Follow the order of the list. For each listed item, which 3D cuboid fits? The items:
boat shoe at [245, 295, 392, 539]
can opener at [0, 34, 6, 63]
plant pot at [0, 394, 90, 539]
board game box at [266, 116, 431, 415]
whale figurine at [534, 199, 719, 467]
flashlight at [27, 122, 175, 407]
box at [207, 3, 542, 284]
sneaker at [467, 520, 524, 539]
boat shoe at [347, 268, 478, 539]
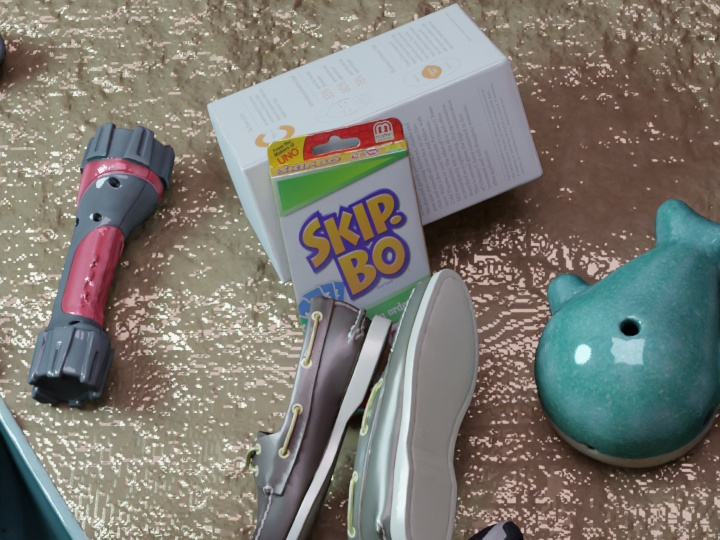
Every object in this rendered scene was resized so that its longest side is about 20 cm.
[{"bbox_3d":[-0.041,0.116,1.633,0.059,0.072,0.201,22,90,3],"label":"boat shoe"},{"bbox_3d":[-0.350,-0.113,1.838,0.199,0.053,0.067,-28,95,-9],"label":"can opener"},{"bbox_3d":[-0.259,0.222,1.553,0.196,0.200,0.196,-31,64,-11],"label":"plant pot"},{"bbox_3d":[0.000,0.000,1.660,0.095,0.202,0.030,-12,19,-1],"label":"board game box"},{"bbox_3d":[0.199,0.032,1.656,0.158,0.104,0.201,25,67,19],"label":"whale figurine"},{"bbox_3d":[-0.184,-0.005,1.742,0.067,0.068,0.201,7,62,7],"label":"flashlight"},{"bbox_3d":[0.008,-0.091,1.720,0.199,0.098,0.125,-22,28,-5],"label":"box"},{"bbox_3d":[0.018,0.219,1.596,0.200,0.072,0.083,-40,64,-15],"label":"sneaker"},{"bbox_3d":[0.032,0.095,1.612,0.060,0.072,0.203,-10,61,39],"label":"boat shoe"}]
